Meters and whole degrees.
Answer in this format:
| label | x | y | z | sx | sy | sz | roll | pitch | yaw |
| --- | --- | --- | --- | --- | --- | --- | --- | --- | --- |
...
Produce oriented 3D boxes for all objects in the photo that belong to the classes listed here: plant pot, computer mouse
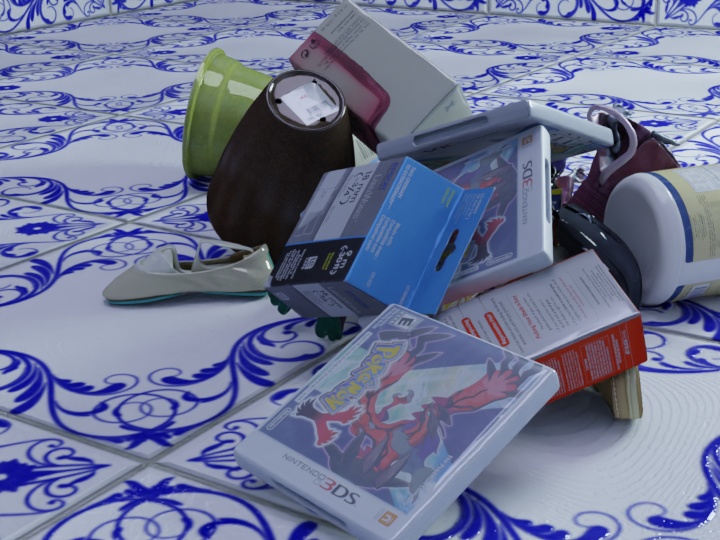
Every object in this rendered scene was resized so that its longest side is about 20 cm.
| label | x | y | z | sx | sy | sz | roll | pitch | yaw |
| --- | --- | --- | --- | --- | --- | --- | --- | --- | --- |
| plant pot | -0.150 | -0.215 | 1.871 | 0.183 | 0.202 | 0.201 | 14 | 21 | 6 |
| computer mouse | 0.232 | -0.032 | 1.305 | 0.046 | 0.201 | 0.140 | -37 | -9 | 31 |
| plant pot | -0.079 | -0.135 | 1.474 | 0.185 | 0.201 | 0.188 | 7 | 54 | -10 |

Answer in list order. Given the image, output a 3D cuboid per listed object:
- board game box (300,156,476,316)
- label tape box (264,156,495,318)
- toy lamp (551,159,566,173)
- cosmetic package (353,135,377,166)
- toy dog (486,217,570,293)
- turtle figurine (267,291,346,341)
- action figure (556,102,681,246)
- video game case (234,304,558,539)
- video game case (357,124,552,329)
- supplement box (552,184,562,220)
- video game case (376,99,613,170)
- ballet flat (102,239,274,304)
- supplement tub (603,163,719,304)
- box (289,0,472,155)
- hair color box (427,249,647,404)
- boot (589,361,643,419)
| label | x | y | z | sx | sy | sz | roll | pitch | yaw |
| --- | --- | --- | --- | --- | --- | --- | --- | --- | --- |
| board game box | 0.053 | -0.038 | 1.303 | 0.199 | 0.034 | 0.134 | 33 | 56 | 31 |
| label tape box | 0.014 | -0.031 | 1.175 | 0.199 | 0.063 | 0.145 | -5 | 52 | 52 |
| toy lamp | 0.204 | -0.151 | 1.501 | 0.058 | 0.059 | 0.200 | -4 | 19 | -7 |
| cosmetic package | -0.048 | -0.148 | 1.682 | 0.105 | 0.071 | 0.199 | -33 | 12 | -36 |
| toy dog | 0.167 | 0.002 | 1.335 | 0.131 | 0.097 | 0.200 | 11 | 23 | 32 |
| turtle figurine | 0.000 | 0.000 | 1.362 | 0.149 | 0.101 | 0.200 | 13 | 30 | 36 |
| action figure | 0.285 | -0.082 | 1.451 | 0.134 | 0.201 | 0.149 | 40 | 18 | 19 |
| video game case | 0.027 | 0.117 | 0.986 | 0.182 | 0.023 | 0.200 | 21 | 51 | 41 |
| video game case | 0.091 | -0.042 | 1.197 | 0.199 | 0.023 | 0.183 | -22 | 38 | 26 |
| supplement box | 0.163 | -0.072 | 1.526 | 0.109 | 0.110 | 0.200 | -4 | 19 | -10 |
| video game case | 0.145 | -0.133 | 1.317 | 0.181 | 0.022 | 0.199 | -13 | -10 | 34 |
| ballet flat | -0.196 | -0.003 | 1.418 | 0.198 | 0.070 | 0.070 | -4 | 19 | -6 |
| supplement tub | 0.387 | -0.045 | 1.383 | 0.198 | 0.146 | 0.144 | -8 | 20 | -19 |
| box | 0.029 | -0.213 | 1.512 | 0.200 | 0.109 | 0.128 | 42 | -4 | 27 |
| hair color box | 0.137 | 0.067 | 1.085 | 0.199 | 0.062 | 0.102 | -22 | 39 | -3 |
| boot | 0.171 | 0.080 | 1.157 | 0.154 | 0.073 | 0.200 | -9 | 32 | -1 |
